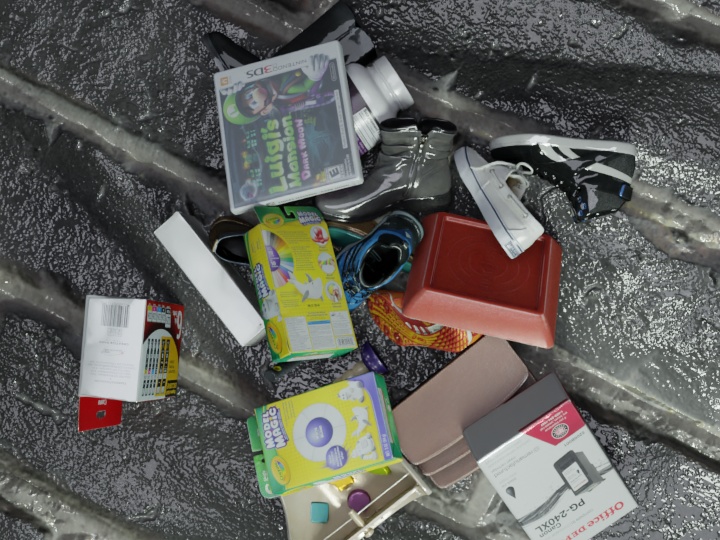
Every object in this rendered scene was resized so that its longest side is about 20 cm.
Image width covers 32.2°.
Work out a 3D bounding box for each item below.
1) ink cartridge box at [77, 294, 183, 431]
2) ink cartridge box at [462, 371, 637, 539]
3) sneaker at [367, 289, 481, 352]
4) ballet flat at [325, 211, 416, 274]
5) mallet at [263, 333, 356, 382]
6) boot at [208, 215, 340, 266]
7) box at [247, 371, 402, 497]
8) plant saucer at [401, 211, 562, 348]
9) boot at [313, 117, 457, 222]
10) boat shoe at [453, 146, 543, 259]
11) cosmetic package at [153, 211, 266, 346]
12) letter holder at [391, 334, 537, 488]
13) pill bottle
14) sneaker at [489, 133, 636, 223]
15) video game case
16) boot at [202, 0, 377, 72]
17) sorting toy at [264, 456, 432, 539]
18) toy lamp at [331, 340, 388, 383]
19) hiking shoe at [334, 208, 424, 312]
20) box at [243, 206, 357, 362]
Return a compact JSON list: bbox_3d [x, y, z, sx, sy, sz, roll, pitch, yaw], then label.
[{"bbox_3d":[-0.306,0.127,1.671,0.083,0.200,0.178,4,87,6],"label":"ink cartridge box"},{"bbox_3d":[0.246,0.257,1.609,0.144,0.084,0.201,-34,113,4],"label":"ink cartridge box"},{"bbox_3d":[0.090,0.062,1.669,0.199,0.077,0.074,16,126,42],"label":"sneaker"},{"bbox_3d":[0.048,-0.041,1.709,0.198,0.068,0.073,24,70,8],"label":"ballet flat"},{"bbox_3d":[-0.063,0.113,1.647,0.065,0.200,0.042,26,114,9],"label":"mallet"},{"bbox_3d":[-0.114,-0.017,1.693,0.197,0.097,0.076,13,103,-4],"label":"boot"},{"bbox_3d":[-0.055,0.215,1.617,0.198,0.048,0.119,-20,71,17],"label":"box"},{"bbox_3d":[0.165,0.000,1.629,0.197,0.201,0.037,13,133,3],"label":"plant saucer"},{"bbox_3d":[0.030,-0.142,1.672,0.197,0.070,0.133,-10,126,-9],"label":"boot"},{"bbox_3d":[0.191,-0.110,1.645,0.086,0.075,0.203,-34,42,10],"label":"boat shoe"},{"bbox_3d":[-0.199,0.013,1.723,0.050,0.083,0.201,-39,82,3],"label":"cosmetic package"},{"bbox_3d":[0.145,0.191,1.663,0.199,0.101,0.143,-38,85,4],"label":"letter holder"},{"bbox_3d":[-0.029,-0.204,1.698,0.199,0.112,0.113,-34,83,4],"label":"pill bottle"},{"bbox_3d":[0.269,-0.121,1.675,0.197,0.073,0.114,4,86,6],"label":"sneaker"},{"bbox_3d":[-0.097,-0.189,1.640,0.179,0.023,0.203,-13,73,12],"label":"video game case"},{"bbox_3d":[-0.098,-0.312,1.735,0.199,0.066,0.166,-35,92,7],"label":"boot"},{"bbox_3d":[-0.032,0.276,1.666,0.199,0.107,0.181,-38,88,6],"label":"sorting toy"},{"bbox_3d":[-0.053,0.179,1.709,0.199,0.058,0.058,-37,83,4],"label":"toy lamp"},{"bbox_3d":[0.000,0.000,1.647,0.074,0.087,0.200,39,123,-5],"label":"hiking shoe"},{"bbox_3d":[-0.082,0.014,1.617,0.048,0.116,0.203,-27,71,46],"label":"box"}]
